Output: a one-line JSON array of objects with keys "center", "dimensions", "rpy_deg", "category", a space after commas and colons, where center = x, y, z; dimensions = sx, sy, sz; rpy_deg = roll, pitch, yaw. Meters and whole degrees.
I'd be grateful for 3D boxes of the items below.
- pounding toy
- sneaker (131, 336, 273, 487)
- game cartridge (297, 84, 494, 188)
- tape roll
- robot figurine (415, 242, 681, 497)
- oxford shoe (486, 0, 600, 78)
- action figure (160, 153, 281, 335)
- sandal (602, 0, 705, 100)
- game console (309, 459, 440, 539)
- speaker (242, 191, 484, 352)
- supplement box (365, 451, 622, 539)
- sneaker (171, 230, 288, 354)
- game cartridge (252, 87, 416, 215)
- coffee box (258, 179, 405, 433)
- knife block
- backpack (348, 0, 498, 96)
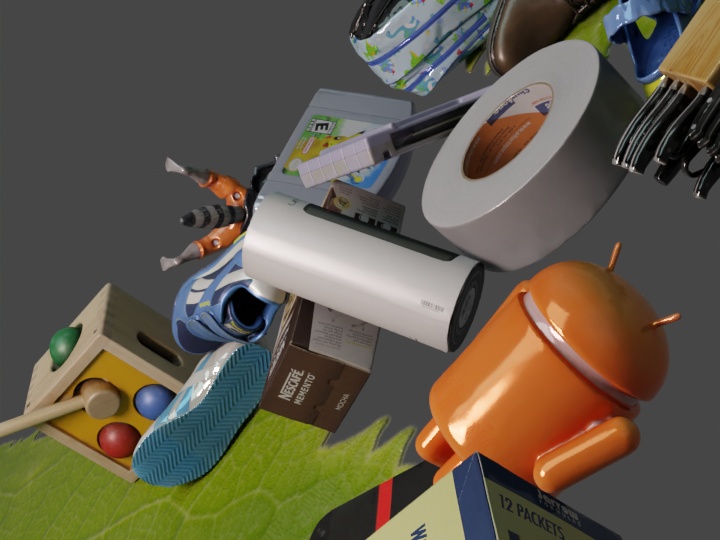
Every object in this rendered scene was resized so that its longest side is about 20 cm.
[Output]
[{"center": [-0.300, 0.141, 1.466], "dimensions": [0.184, 0.199, 0.143], "rpy_deg": [-44, 27, 22], "category": "pounding toy"}, {"center": [-0.166, 0.148, 1.375], "dimensions": [0.200, 0.076, 0.081], "rpy_deg": [-45, 19, 5], "category": "sneaker"}, {"center": [0.048, -0.132, 1.230], "dimensions": [0.199, 0.039, 0.129], "rpy_deg": [-24, 10, -34], "category": "game cartridge"}, {"center": [0.144, -0.097, 1.088], "dimensions": [0.200, 0.066, 0.201], "rpy_deg": [-41, 23, 22], "category": "tape roll"}, {"center": [0.127, 0.078, 0.865], "dimensions": [0.200, 0.116, 0.144], "rpy_deg": [-49, -2, 16], "category": "robot figurine"}, {"center": [0.192, -0.267, 1.224], "dimensions": [0.201, 0.072, 0.084], "rpy_deg": [-54, 26, 3], "category": "oxford shoe"}, {"center": [-0.116, -0.030, 1.392], "dimensions": [0.104, 0.191, 0.203], "rpy_deg": [176, 94, -66], "category": "action figure"}, {"center": [0.248, -0.232, 1.061], "dimensions": [0.079, 0.087, 0.202], "rpy_deg": [-33, 31, 43], "category": "sandal"}, {"center": [0.019, 0.243, 0.968], "dimensions": [0.176, 0.031, 0.201], "rpy_deg": [-32, 34, 31], "category": "game console"}, {"center": [0.000, 0.000, 1.094], "dimensions": [0.081, 0.198, 0.082], "rpy_deg": [-55, -24, -39], "category": "speaker"}, {"center": [0.059, 0.254, 0.726], "dimensions": [0.200, 0.134, 0.201], "rpy_deg": [-43, 33, 25], "category": "supplement box"}, {"center": [-0.134, 0.038, 1.290], "dimensions": [0.200, 0.073, 0.083], "rpy_deg": [-44, 36, 42], "category": "sneaker"}, {"center": [-0.017, -0.116, 1.368], "dimensions": [0.132, 0.041, 0.201], "rpy_deg": [12, 52, 17], "category": "game cartridge"}, {"center": [-0.025, 0.032, 1.203], "dimensions": [0.113, 0.079, 0.202], "rpy_deg": [119, 167, -49], "category": "coffee box"}, {"center": [0.267, -0.153, 0.952], "dimensions": [0.175, 0.064, 0.202], "rpy_deg": [-31, 34, 42], "category": "knife block"}, {"center": [0.081, -0.289, 1.396], "dimensions": [0.199, 0.155, 0.163], "rpy_deg": [-32, 28, -1], "category": "backpack"}]
